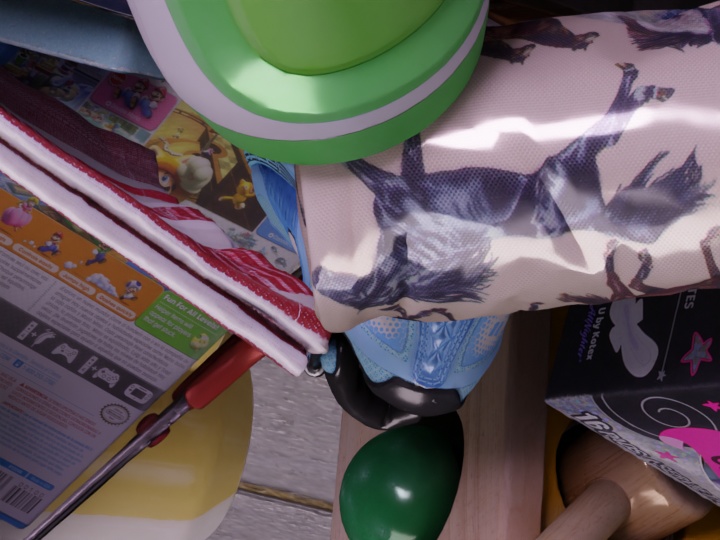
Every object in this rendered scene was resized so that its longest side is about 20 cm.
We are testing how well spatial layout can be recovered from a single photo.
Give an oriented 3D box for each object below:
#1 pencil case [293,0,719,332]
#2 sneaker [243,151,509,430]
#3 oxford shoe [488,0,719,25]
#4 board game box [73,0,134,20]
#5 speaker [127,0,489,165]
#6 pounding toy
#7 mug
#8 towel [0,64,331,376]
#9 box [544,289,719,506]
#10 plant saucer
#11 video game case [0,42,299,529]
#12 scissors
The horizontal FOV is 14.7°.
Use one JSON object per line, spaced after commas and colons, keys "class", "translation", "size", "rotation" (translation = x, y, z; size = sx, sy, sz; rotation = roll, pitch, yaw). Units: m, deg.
{"class": "pencil case", "translation": [0.075, -0.034, 0.686], "size": [0.200, 0.089, 0.078], "rotation": [-6, 115, 10]}
{"class": "sneaker", "translation": [0.000, 0.000, 0.839], "size": [0.078, 0.090, 0.200], "rotation": [10, -176, -9]}
{"class": "oxford shoe", "translation": [0.031, -0.095, 0.742], "size": [0.200, 0.071, 0.071], "rotation": [28, 159, -30]}
{"class": "board game box", "translation": [-0.127, -0.113, 0.746], "size": [0.200, 0.035, 0.135], "rotation": [17, -170, -13]}
{"class": "speaker", "translation": [-0.026, -0.110, 0.589], "size": [0.088, 0.088, 0.200], "rotation": [8, 147, 19]}
{"class": "pounding toy", "translation": [0.073, 0.091, 0.876], "size": [0.200, 0.184, 0.142], "rotation": [23, 143, -26]}
{"class": "mug", "translation": [-0.120, 0.054, 1.091], "size": [0.153, 0.149, 0.187], "rotation": [14, 171, -24]}
{"class": "towel", "translation": [-0.091, -0.040, 0.773], "size": [0.144, 0.023, 0.200], "rotation": [35, -179, -25]}
{"class": "box", "translation": [0.173, 0.020, 0.830], "size": [0.200, 0.132, 0.115], "rotation": [31, 155, -34]}
{"class": "plant saucer", "translation": [-0.024, -0.059, 0.818], "size": [0.070, 0.019, 0.200], "rotation": [17, -174, 39]}
{"class": "video game case", "translation": [-0.100, -0.009, 0.928], "size": [0.200, 0.018, 0.143], "rotation": [-44, 128, 17]}
{"class": "scissors", "translation": [-0.064, 0.047, 0.993], "size": [0.014, 0.200, 0.073], "rotation": [51, 154, -7]}
